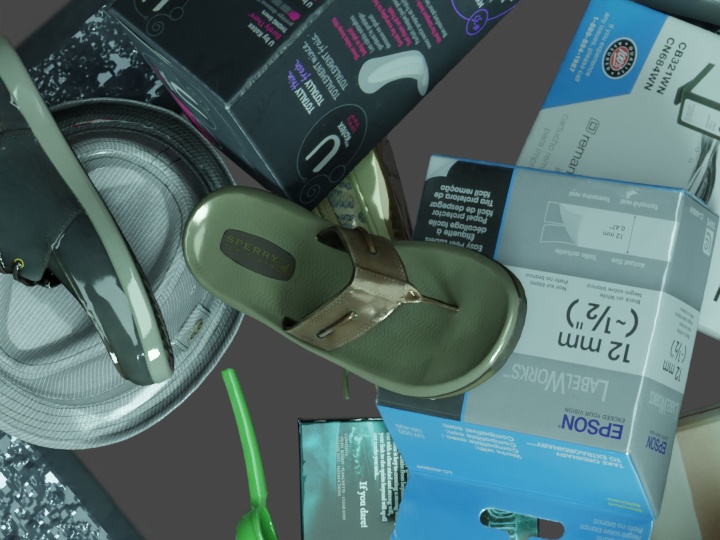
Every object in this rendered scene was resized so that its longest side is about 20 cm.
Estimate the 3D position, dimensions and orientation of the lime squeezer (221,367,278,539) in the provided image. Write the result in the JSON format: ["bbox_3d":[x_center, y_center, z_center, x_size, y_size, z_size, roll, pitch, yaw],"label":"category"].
[{"bbox_3d":[-0.071,0.159,1.461,0.070,0.038,0.201,17,91,30],"label":"lime squeezer"}]

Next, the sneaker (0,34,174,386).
[{"bbox_3d":[-0.178,-0.011,1.346,0.106,0.075,0.201,-30,77,-4],"label":"sneaker"}]

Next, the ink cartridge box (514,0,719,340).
[{"bbox_3d":[0.192,-0.042,1.396,0.199,0.084,0.147,24,89,26],"label":"ink cartridge box"}]

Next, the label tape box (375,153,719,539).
[{"bbox_3d":[0.088,0.051,1.341,0.143,0.066,0.201,10,81,26],"label":"label tape box"}]

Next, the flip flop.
[{"bbox_3d":[-0.010,0.006,1.329,0.199,0.058,0.081,23,90,25],"label":"flip flop"}]

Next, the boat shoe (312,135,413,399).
[{"bbox_3d":[0.000,0.000,1.441,0.062,0.073,0.201,-16,78,9],"label":"boat shoe"}]

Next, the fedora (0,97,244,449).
[{"bbox_3d":[-0.151,0.001,1.424,0.177,0.090,0.200,45,90,-1],"label":"fedora"}]

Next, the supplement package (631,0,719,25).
[{"bbox_3d":[0.220,-0.237,1.386,0.190,0.147,0.201,15,83,4],"label":"supplement package"}]

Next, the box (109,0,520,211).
[{"bbox_3d":[-0.012,-0.150,1.385,0.200,0.122,0.106,-46,57,-8],"label":"box"}]

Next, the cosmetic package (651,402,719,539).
[{"bbox_3d":[0.213,0.120,1.433,0.199,0.087,0.104,-17,90,-1],"label":"cosmetic package"}]

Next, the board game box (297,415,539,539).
[{"bbox_3d":[0.034,0.180,1.459,0.135,0.028,0.201,-1,90,-1],"label":"board game box"}]
